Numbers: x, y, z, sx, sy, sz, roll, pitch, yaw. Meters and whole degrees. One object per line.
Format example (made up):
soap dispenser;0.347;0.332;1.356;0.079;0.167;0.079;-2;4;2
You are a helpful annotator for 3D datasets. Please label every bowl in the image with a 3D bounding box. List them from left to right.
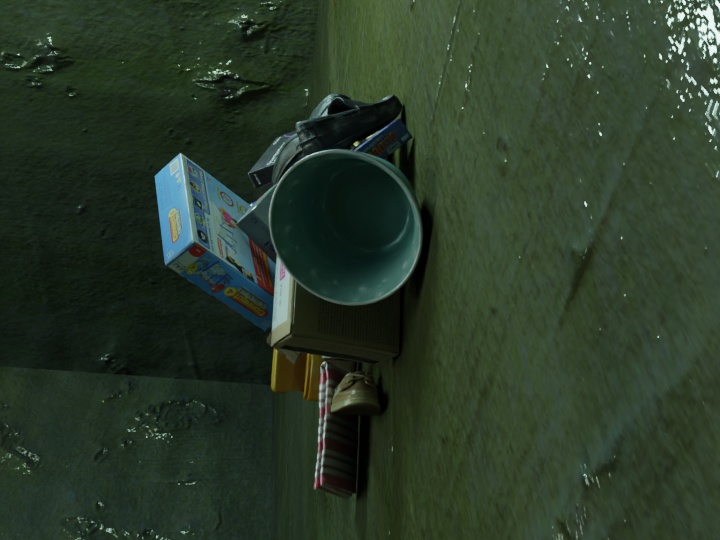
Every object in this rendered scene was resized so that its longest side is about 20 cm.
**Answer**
bowl;-0.004;-0.067;1.394;0.105;0.200;0.202;-45;-33;-62

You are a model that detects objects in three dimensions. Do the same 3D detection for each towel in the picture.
towel;-0.039;0.252;1.736;0.146;0.030;0.201;44;-134;-65

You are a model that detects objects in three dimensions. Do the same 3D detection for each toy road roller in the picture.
toy road roller;-0.082;0.161;1.913;0.200;0.145;0.124;-131;47;-80

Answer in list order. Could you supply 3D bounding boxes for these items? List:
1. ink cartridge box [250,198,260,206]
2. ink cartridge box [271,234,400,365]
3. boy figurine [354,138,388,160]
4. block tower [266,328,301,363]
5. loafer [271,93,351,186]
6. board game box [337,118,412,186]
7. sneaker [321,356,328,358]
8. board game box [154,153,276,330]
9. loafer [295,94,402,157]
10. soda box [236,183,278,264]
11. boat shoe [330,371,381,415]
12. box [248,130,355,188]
ink cartridge box;-0.101;-0.014;1.765;0.136;0.076;0.201;37;144;38
ink cartridge box;-0.030;0.015;1.495;0.075;0.164;0.201;-33;50;58
boy figurine;0.014;-0.170;1.710;0.125;0.064;0.201;101;168;-57
block tower;-0.065;0.054;1.633;0.200;0.058;0.054;-48;-6;-45
loafer;-0.075;-0.184;1.736;0.200;0.073;0.072;-53;35;30
board game box;-0.027;-0.138;1.560;0.035;0.135;0.200;54;152;-7
sneaker;-0.007;0.095;1.651;0.200;0.078;0.080;162;108;-70
board game box;-0.195;-0.040;1.566;0.056;0.196;0.200;-37;40;18
loafer;-0.014;-0.216;1.566;0.068;0.200;0.071;-21;100;48
soda box;-0.078;-0.025;1.567;0.063;0.200;0.068;-50;10;-30
boat shoe;-0.009;0.180;1.627;0.200;0.071;0.065;129;145;-79
box;-0.081;-0.212;1.868;0.036;0.199;0.143;60;-149;-21
